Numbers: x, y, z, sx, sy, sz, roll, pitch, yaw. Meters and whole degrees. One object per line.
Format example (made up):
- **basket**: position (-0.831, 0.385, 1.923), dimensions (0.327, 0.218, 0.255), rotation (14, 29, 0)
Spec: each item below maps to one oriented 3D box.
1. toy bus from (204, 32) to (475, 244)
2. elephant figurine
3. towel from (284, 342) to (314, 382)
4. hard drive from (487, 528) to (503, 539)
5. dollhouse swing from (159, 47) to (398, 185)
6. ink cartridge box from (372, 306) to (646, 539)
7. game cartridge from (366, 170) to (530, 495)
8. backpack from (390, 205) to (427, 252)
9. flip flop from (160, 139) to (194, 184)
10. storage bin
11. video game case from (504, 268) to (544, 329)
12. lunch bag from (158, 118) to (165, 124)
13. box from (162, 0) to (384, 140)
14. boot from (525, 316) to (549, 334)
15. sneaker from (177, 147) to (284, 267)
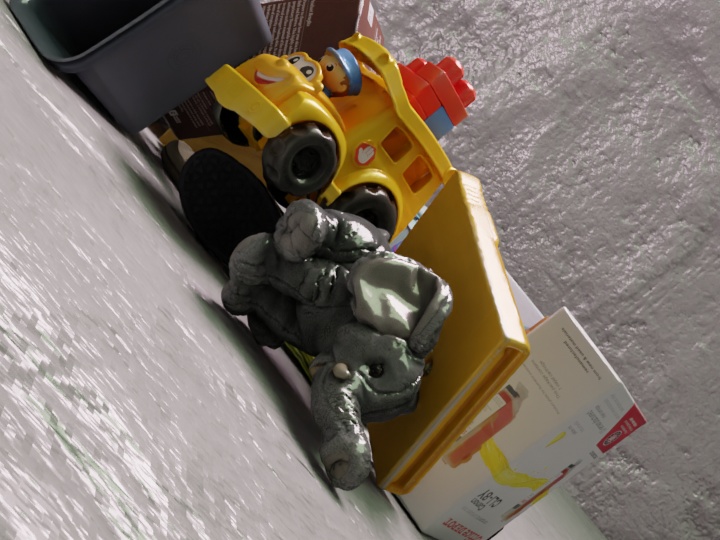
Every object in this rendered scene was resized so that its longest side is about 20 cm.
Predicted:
- **toy bus**: position (-0.003, -0.127, 1.129), dimensions (0.200, 0.192, 0.136), rotation (50, -2, -41)
- **elephant figurine**: position (0.001, 0.054, 0.969), dimensions (0.200, 0.155, 0.142), rotation (47, -4, 27)
- **towel**: position (-0.018, 0.102, 1.196), dimensions (0.086, 0.018, 0.200), rotation (58, 4, 18)
- **hard drive**: position (0.090, 0.198, 1.351), dimensions (0.140, 0.033, 0.200), rotation (51, 1, 7)
- **dollhouse swing**: position (-0.073, -0.165, 1.391), dimensions (0.181, 0.176, 0.200), rotation (23, 0, 15)
- **ink cartridge box**: position (0.127, 0.140, 1.126), dimensions (0.084, 0.200, 0.145), rotation (55, 5, 27)
- **game cartridge**: position (0.056, 0.046, 1.060), dimensions (0.032, 0.176, 0.200), rotation (21, 35, -23)
- **backpack**: position (0.042, 0.026, 1.430), dimensions (0.200, 0.176, 0.153), rotation (48, 10, 27)
- **flip flop**: position (-0.111, -0.054, 1.255), dimensions (0.200, 0.058, 0.081), rotation (52, 3, 20)
- **storage bin**: position (-0.182, -0.225, 1.173), dimensions (0.146, 0.200, 0.134), rotation (51, -7, 35)
- **video game case**: position (0.106, 0.078, 1.547), dimensions (0.182, 0.200, 0.022), rotation (51, -14, 2)
- **lunch bag**: position (-0.178, -0.214, 1.448), dimensions (0.135, 0.133, 0.200), rotation (26, -2, 15)
- **box**: position (-0.085, -0.190, 1.245), dimensions (0.075, 0.199, 0.100), rotation (60, 32, -49)
- **boot**: position (0.131, 0.100, 1.325), dimensions (0.200, 0.155, 0.077), rotation (50, 1, -31)
- **sneaker**: position (-0.085, -0.019, 1.166), dimensions (0.200, 0.072, 0.083), rotation (50, -4, -10)
